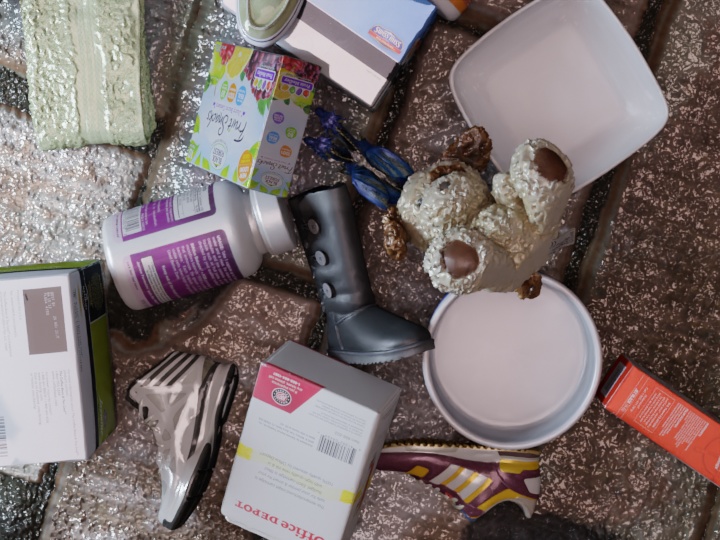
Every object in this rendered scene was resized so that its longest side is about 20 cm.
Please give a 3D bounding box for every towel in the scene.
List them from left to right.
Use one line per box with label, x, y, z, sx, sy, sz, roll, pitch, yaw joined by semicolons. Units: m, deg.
towel;-0.310;-0.238;1.720;0.148;0.036;0.201;-3;95;4

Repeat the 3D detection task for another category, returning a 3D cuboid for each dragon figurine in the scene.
dragon figurine;0.022;-0.106;1.685;0.200;0.099;0.059;37;96;-1

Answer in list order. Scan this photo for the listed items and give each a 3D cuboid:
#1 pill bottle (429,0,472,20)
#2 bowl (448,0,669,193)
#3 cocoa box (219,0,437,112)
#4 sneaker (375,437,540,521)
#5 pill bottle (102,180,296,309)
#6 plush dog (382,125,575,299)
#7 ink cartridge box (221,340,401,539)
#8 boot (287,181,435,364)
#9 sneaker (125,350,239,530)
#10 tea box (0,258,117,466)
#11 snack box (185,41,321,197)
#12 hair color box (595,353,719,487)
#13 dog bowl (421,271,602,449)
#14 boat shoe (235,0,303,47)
pill bottle;0.122;-0.381;1.651;0.112;0.112;0.200;39;95;-1
bowl;0.215;-0.194;1.683;0.199;0.075;0.200;-34;94;5
cocoa box;-0.031;-0.283;1.655;0.200;0.133;0.132;34;94;0
sneaker;0.105;0.239;1.725;0.199;0.075;0.091;2;90;3
pill bottle;-0.177;-0.035;1.694;0.199;0.112;0.113;-16;94;4
plush dog;0.118;-0.054;1.621;0.172;0.161;0.200;36;74;29
ink cartridge box;-0.057;0.201;1.688;0.145;0.083;0.201;22;113;12
boot;-0.001;0.000;1.677;0.065;0.164;0.201;-14;94;-41
sneaker;-0.221;0.188;1.744;0.115;0.076;0.201;17;88;9
tea box;-0.353;0.097;1.670;0.133;0.197;0.201;-4;94;2
snack box;-0.119;-0.166;1.638;0.053;0.200;0.143;11;96;-27
hair color box;0.363;0.178;1.696;0.200;0.102;0.061;34;95;0
dog bowl;0.169;0.096;1.708;0.199;0.079;0.201;0;95;3
boat shoe;-0.081;-0.329;1.556;0.072;0.062;0.201;18;93;3
